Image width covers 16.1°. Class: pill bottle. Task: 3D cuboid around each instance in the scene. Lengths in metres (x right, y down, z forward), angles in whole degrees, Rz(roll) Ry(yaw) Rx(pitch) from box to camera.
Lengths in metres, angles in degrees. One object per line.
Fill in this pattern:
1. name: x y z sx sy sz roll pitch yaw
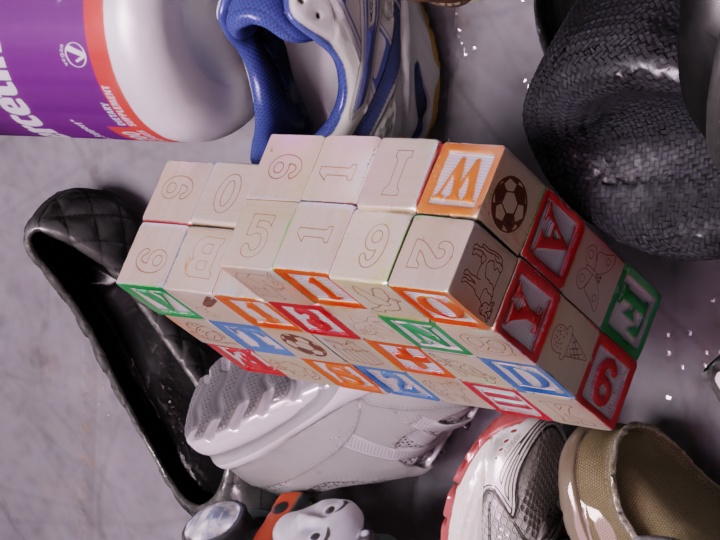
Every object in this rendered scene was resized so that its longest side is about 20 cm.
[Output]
1. pill bottle: -0.135 -0.113 1.090 0.199 0.112 0.113 3 111 34

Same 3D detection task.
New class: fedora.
1. fedora: 0.129 -0.061 0.912 0.200 0.092 0.201 26 140 24

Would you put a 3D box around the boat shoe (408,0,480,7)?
1. boat shoe: 0.067 -0.180 0.940 0.075 0.075 0.203 35 121 17

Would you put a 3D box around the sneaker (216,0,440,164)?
1. sneaker: -0.018 -0.129 1.018 0.075 0.088 0.201 0 108 36

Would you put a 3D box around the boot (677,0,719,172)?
1. boot: 0.108 -0.146 0.827 0.158 0.079 0.212 29 119 46

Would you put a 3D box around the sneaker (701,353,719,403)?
1. sneaker: 0.162 0.083 0.907 0.115 0.076 0.201 36 122 16

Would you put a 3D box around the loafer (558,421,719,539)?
1. loafer: 0.158 0.134 1.018 0.200 0.076 0.067 50 128 -5

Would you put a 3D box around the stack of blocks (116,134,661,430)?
1. stack of blocks: 0.000 0.000 0.984 0.199 0.059 0.115 6 157 43

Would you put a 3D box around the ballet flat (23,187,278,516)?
1. ballet flat: -0.095 0.055 1.167 0.066 0.057 0.201 -30 91 39

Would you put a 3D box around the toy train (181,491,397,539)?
1. toy train: -0.002 0.180 1.122 0.113 0.085 0.201 -9 121 33

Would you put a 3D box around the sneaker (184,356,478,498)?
1. sneaker: 0.023 0.045 1.089 0.199 0.075 0.082 -21 131 34

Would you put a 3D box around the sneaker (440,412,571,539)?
1. sneaker: 0.095 0.143 1.061 0.082 0.078 0.201 1 118 40

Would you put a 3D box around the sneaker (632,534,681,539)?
1. sneaker: 0.121 0.194 0.978 0.070 0.080 0.201 11 125 31
